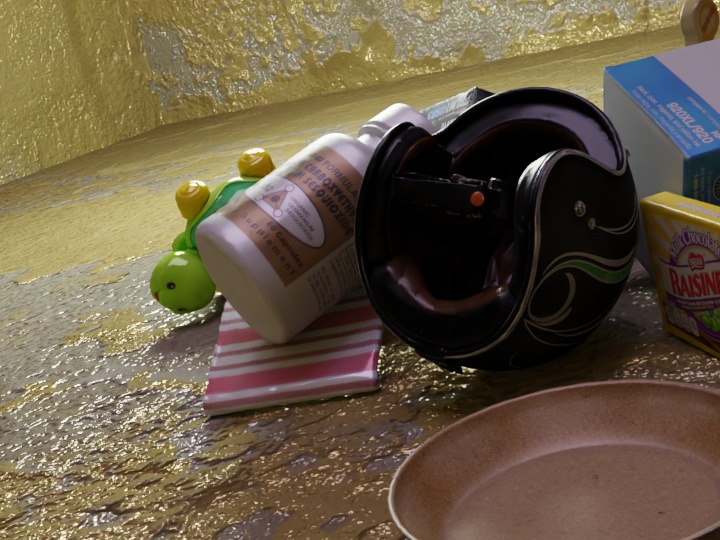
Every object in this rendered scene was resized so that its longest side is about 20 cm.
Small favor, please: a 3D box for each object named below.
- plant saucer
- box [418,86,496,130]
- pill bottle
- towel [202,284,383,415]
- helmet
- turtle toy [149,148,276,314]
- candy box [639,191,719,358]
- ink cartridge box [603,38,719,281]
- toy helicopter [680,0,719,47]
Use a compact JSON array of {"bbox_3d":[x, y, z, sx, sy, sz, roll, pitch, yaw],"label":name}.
[{"bbox_3d":[0.114,0.113,0.567,0.199,0.036,0.200,-13,15,4],"label":"plant saucer"},{"bbox_3d":[0.155,-0.126,1.161,0.199,0.050,0.198,14,-7,-22],"label":"box"},{"bbox_3d":[-0.022,-0.043,0.876,0.200,0.115,0.114,-38,22,-18],"label":"pill bottle"},{"bbox_3d":[-0.044,0.038,0.909,0.146,0.030,0.200,-11,39,16],"label":"towel"},{"bbox_3d":[0.106,-0.030,0.789,0.199,0.201,0.190,-3,6,37],"label":"helmet"},{"bbox_3d":[-0.135,-0.025,1.166,0.200,0.146,0.101,-29,40,-13],"label":"turtle toy"},{"bbox_3d":[0.239,0.014,0.693,0.026,0.103,0.200,-15,14,-9],"label":"candy box"},{"bbox_3d":[0.307,-0.086,0.840,0.199,0.148,0.145,-16,37,-6],"label":"ink cartridge box"},{"bbox_3d":[0.342,-0.183,1.142,0.132,0.201,0.079,-3,6,-36],"label":"toy helicopter"}]
